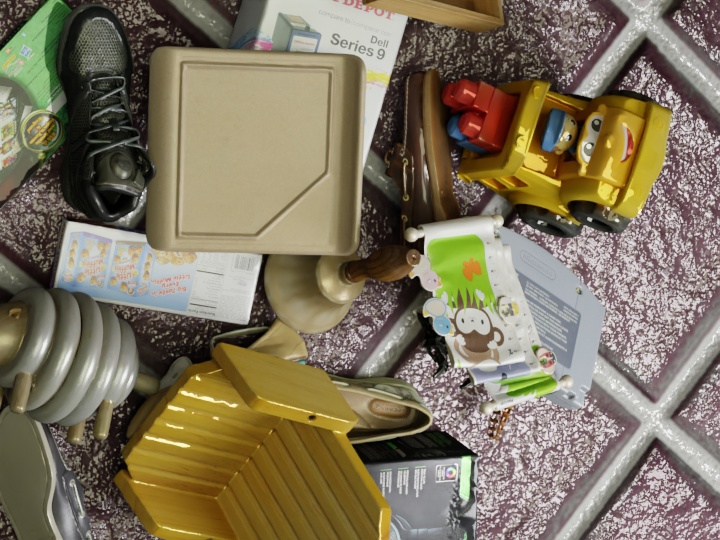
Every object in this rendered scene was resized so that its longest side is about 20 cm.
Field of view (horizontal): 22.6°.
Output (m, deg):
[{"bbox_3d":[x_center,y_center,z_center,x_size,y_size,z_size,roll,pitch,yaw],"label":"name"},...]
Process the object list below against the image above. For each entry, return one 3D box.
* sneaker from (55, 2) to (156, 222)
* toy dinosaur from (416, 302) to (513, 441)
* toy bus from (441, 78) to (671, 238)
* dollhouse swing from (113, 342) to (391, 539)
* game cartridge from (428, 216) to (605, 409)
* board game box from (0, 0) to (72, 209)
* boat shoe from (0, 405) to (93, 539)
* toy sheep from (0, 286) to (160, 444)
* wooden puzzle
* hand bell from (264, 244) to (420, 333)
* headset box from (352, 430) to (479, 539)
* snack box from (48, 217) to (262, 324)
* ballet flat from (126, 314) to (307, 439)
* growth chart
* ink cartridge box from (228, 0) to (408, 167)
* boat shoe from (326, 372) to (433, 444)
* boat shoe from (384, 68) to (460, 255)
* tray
[{"bbox_3d":[-0.227,-0.137,1.631,0.076,0.114,0.201,-5,109,-30],"label":"sneaker"},{"bbox_3d":[0.145,0.070,1.851,0.135,0.102,0.202,-5,81,-36],"label":"toy dinosaur"},{"bbox_3d":[0.177,-0.130,1.754,0.191,0.200,0.137,25,79,-23],"label":"toy bus"},{"bbox_3d":[-0.101,0.213,1.689,0.181,0.177,0.200,17,126,-37],"label":"dollhouse swing"},{"bbox_3d":[0.158,0.037,1.787,0.199,0.041,0.134,33,53,-27],"label":"game cartridge"},{"bbox_3d":[-0.316,-0.150,1.665,0.200,0.023,0.105,-47,111,-6],"label":"board game box"},{"bbox_3d":[-0.301,0.218,1.737,0.063,0.072,0.202,-29,110,-59],"label":"boat shoe"},{"bbox_3d":[-0.274,0.085,1.673,0.199,0.138,0.139,25,91,-38],"label":"toy sheep"},{"bbox_3d":[-0.097,-0.109,1.658,0.198,0.037,0.187,2,97,-4],"label":"wooden puzzle"},{"bbox_3d":[0.000,0.000,1.707,0.103,0.199,0.105,4,82,-31],"label":"hand bell"},{"bbox_3d":[0.024,0.264,1.839,0.198,0.093,0.176,-2,102,-21],"label":"headset box"},{"bbox_3d":[-0.196,0.002,1.739,0.198,0.024,0.073,10,98,-22],"label":"snack box"},{"bbox_3d":[-0.149,0.102,1.765,0.199,0.069,0.063,-24,86,-19],"label":"ballet flat"},{"bbox_3d":[0.119,0.040,1.720,0.144,0.018,0.202,-21,88,-41],"label":"growth chart"},{"bbox_3d":[-0.053,-0.188,1.723,0.144,0.087,0.202,16,93,-22],"label":"ink cartridge box"},{"bbox_3d":[-0.026,0.140,1.811,0.198,0.063,0.074,-4,103,-19],"label":"boat shoe"},{"bbox_3d":[0.056,-0.097,1.793,0.070,0.070,0.202,-2,97,21],"label":"boat shoe"},{"bbox_3d":[0.064,-0.288,1.704,0.199,0.037,0.100,3,77,-55],"label":"tray"}]
